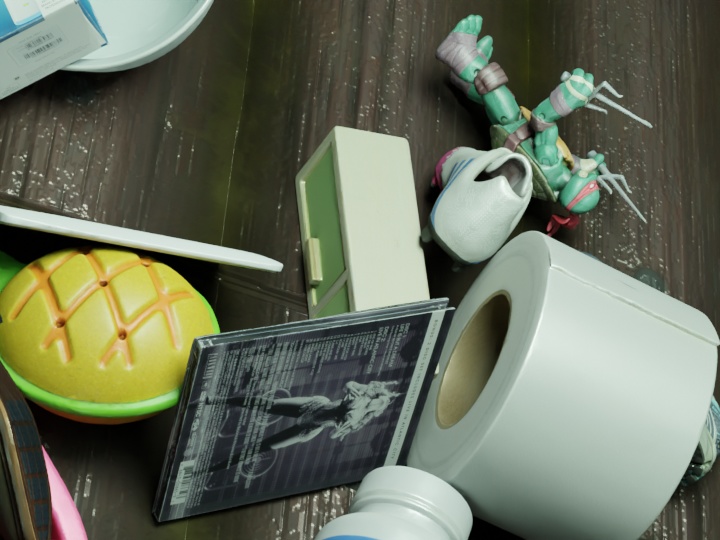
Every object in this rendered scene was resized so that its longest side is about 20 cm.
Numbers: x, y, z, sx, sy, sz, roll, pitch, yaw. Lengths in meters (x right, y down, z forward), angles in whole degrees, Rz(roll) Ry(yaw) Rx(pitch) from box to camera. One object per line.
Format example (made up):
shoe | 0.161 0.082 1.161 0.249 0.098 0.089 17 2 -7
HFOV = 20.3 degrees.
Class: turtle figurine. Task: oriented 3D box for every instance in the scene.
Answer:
turtle figurine | 0.146 -0.111 1.602 0.101 0.150 0.200 -39 73 -16

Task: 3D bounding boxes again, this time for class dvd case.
dvd case | -0.038 0.093 1.353 0.200 0.149 0.016 -8 39 -33

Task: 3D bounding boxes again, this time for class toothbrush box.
toothbrush box | -0.287 -0.221 1.405 0.146 0.085 0.200 -26 71 0

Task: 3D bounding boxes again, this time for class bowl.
bowl | -0.184 -0.227 1.481 0.201 0.090 0.202 -2 75 8

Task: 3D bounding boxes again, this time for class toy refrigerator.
toy refrigerator | 0.000 0.000 1.475 0.070 0.076 0.200 8 58 -25

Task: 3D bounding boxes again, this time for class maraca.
maraca | -0.192 0.038 1.326 0.200 0.107 0.137 10 43 0

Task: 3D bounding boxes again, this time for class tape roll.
tape roll | 0.138 0.090 1.415 0.139 0.203 0.203 25 51 -13

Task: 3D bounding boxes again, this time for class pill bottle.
pill bottle | 0.006 0.230 1.308 0.112 0.112 0.200 33 50 -7

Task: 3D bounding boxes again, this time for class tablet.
tablet | -0.165 -0.023 1.372 0.200 0.130 0.014 10 90 -24

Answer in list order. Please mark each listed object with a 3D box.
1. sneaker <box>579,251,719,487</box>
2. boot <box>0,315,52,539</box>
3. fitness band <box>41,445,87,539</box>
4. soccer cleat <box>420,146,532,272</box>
sneaker | 0.215 0.071 1.566 0.086 0.078 0.200 -25 82 -50
boot | -0.258 0.091 1.246 0.097 0.075 0.200 -18 85 3
fitness band | -0.251 0.160 1.255 0.143 0.037 0.200 -20 71 -37
soccer cleat | 0.099 -0.061 1.520 0.070 0.086 0.200 45 18 -10
